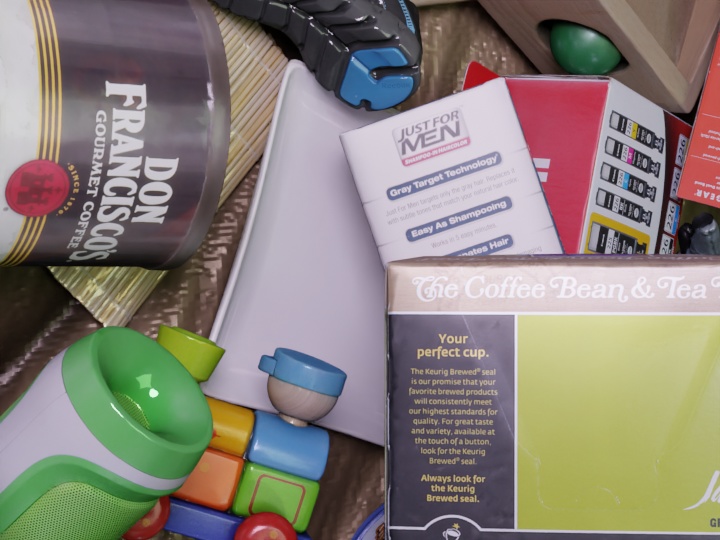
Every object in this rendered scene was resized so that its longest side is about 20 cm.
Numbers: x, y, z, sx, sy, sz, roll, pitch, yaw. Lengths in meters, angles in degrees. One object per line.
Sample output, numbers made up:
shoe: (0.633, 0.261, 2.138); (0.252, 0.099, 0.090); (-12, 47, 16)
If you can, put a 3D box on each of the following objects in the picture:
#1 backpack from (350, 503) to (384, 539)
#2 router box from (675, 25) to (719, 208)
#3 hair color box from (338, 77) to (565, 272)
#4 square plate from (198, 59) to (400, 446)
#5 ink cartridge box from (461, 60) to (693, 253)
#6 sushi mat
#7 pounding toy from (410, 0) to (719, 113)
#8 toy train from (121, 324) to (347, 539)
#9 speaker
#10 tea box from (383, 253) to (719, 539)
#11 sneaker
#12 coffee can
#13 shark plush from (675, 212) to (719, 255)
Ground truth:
backpack: (0.080, 0.198, 0.892); (0.190, 0.154, 0.200); (-22, 97, -29)
router box: (0.281, -0.137, 0.998); (0.200, 0.049, 0.180); (-15, 121, -65)
hair color box: (0.068, 0.001, 0.834); (0.100, 0.061, 0.200); (-18, 92, 7)
square plate: (0.000, 0.000, 0.895); (0.198, 0.028, 0.200); (22, 80, -39)
ink cartridge box: (0.126, -0.016, 0.928); (0.175, 0.084, 0.200); (15, 84, -52)
sushi mat: (-0.109, -0.067, 0.829); (0.096, 0.012, 0.200); (47, 67, -27)
pounding toy: (0.135, -0.201, 0.939); (0.184, 0.142, 0.200); (38, 72, -45)
toy train: (-0.111, 0.080, 0.779); (0.200, 0.085, 0.116); (19, 88, -11)
speaker: (-0.162, 0.116, 0.696); (0.088, 0.089, 0.200); (34, 114, -32)
tea box: (0.114, 0.090, 0.735); (0.200, 0.134, 0.197); (1, 91, 5)
sneaker: (-0.042, -0.177, 0.837); (0.200, 0.073, 0.082); (44, 33, -22)
coffee can: (-0.182, -0.073, 0.688); (0.200, 0.146, 0.147); (0, 93, -31)
shark plush: (0.261, 0.015, 1.022); (0.091, 0.083, 0.200); (-48, 141, -29)
